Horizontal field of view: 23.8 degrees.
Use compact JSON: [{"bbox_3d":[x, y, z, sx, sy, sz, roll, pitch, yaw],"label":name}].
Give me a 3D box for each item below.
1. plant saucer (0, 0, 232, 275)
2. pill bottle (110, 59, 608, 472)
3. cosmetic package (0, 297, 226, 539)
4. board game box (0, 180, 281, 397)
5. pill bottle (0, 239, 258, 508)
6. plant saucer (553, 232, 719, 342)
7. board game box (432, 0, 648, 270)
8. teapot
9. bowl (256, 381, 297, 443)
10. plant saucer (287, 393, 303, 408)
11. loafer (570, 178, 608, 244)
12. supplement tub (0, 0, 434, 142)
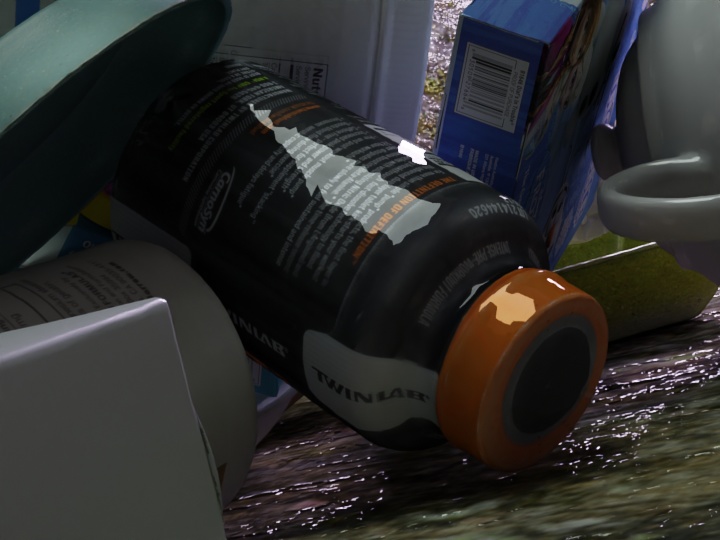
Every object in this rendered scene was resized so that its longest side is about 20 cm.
[{"bbox_3d":[-0.132,-0.046,0.655,0.200,0.036,0.200,-45,-2,-2],"label":"plant saucer"},{"bbox_3d":[0.000,0.000,0.662,0.106,0.107,0.199,-17,36,-41],"label":"pill bottle"},{"bbox_3d":[-0.112,0.077,0.403,0.073,0.103,0.200,-12,3,25],"label":"cosmetic package"},{"bbox_3d":[-0.084,-0.045,0.825,0.149,0.047,0.201,14,47,5],"label":"board game box"},{"bbox_3d":[-0.141,0.067,0.597,0.114,0.116,0.199,-12,6,45],"label":"pill bottle"},{"bbox_3d":[0.099,0.019,0.965,0.198,0.048,0.200,-15,3,-10],"label":"plant saucer"},{"bbox_3d":[0.082,-0.068,0.785,0.043,0.201,0.199,21,40,13],"label":"board game box"},{"bbox_3d":[0.175,-0.064,0.768,0.144,0.199,0.200,-9,-28,15],"label":"teapot"},{"bbox_3d":[-0.115,0.041,0.837,0.199,0.091,0.202,5,42,-4],"label":"bowl"},{"bbox_3d":[-0.093,-0.006,0.926,0.198,0.203,0.032,-15,8,-10],"label":"plant saucer"},{"bbox_3d":[0.074,-0.037,0.964,0.069,0.071,0.199,6,6,36],"label":"loafer"},{"bbox_3d":[-0.069,-0.126,0.780,0.197,0.134,0.132,5,2,-3],"label":"supplement tub"}]
